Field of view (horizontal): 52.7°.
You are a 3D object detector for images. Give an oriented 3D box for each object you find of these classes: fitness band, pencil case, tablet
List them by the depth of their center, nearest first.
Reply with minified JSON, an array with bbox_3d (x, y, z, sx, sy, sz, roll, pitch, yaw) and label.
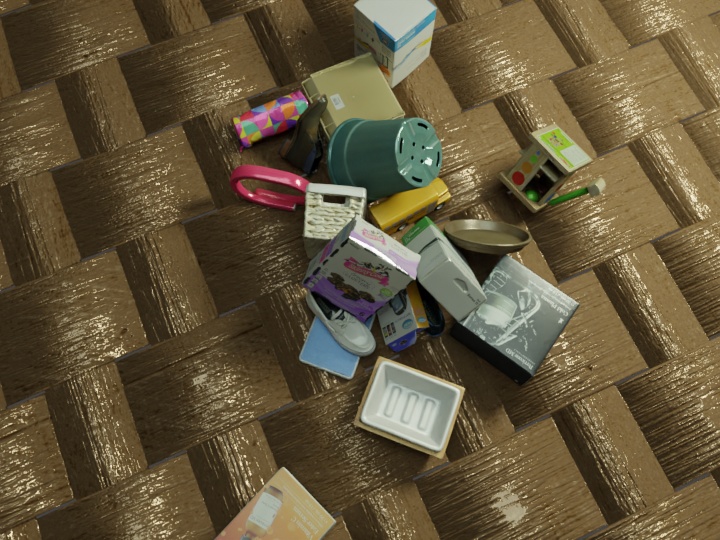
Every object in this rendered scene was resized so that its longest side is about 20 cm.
[{"bbox_3d":[-0.046,0.132,1.635,0.129,0.014,0.201,19,70,6],"label":"tablet"},{"bbox_3d":[-0.202,-0.189,1.678,0.198,0.144,0.038,11,71,3],"label":"fitness band"},{"bbox_3d":[-0.219,-0.368,1.777,0.199,0.088,0.089,-24,72,-7],"label":"pencil case"}]

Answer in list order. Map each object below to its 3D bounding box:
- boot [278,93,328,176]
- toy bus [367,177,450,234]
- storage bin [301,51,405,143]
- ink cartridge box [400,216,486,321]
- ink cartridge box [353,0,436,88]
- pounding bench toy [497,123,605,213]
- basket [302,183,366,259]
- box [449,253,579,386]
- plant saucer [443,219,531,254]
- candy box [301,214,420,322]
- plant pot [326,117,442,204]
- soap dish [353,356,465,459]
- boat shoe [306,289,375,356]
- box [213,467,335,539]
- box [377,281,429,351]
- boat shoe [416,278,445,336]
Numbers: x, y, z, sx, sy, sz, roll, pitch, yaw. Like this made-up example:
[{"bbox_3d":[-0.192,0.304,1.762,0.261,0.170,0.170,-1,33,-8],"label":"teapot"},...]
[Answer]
[{"bbox_3d":[-0.109,-0.318,1.723,0.097,0.200,0.075,43,38,4],"label":"boot"},{"bbox_3d":[0.117,-0.155,1.708,0.199,0.078,0.065,-29,73,-11],"label":"toy bus"},{"bbox_3d":[-0.018,-0.403,1.788,0.197,0.094,0.201,-23,73,-9],"label":"storage bin"},{"bbox_3d":[0.177,-0.005,1.566,0.083,0.200,0.147,-40,117,13],"label":"ink cartridge box"},{"bbox_3d":[0.081,-0.590,1.800,0.145,0.200,0.147,-42,76,-13],"label":"ink cartridge box"},{"bbox_3d":[0.447,-0.206,1.687,0.200,0.156,0.124,48,43,14],"label":"pounding bench toy"},{"bbox_3d":[-0.058,-0.100,1.625,0.134,0.200,0.124,5,76,1],"label":"basket"},{"bbox_3d":[0.335,0.108,1.597,0.199,0.124,0.197,35,75,11],"label":"box"},{"bbox_3d":[0.286,-0.077,1.647,0.198,0.200,0.030,5,109,0],"label":"plant saucer"},{"bbox_3d":[0.000,0.000,1.519,0.167,0.200,0.072,32,47,-15],"label":"candy box"},{"bbox_3d":[0.063,-0.251,1.614,0.199,0.195,0.202,0,90,-43],"label":"plant pot"},{"bbox_3d":[0.103,0.292,1.545,0.199,0.081,0.158,20,71,6],"label":"soap dish"},{"bbox_3d":[-0.047,0.109,1.601,0.200,0.065,0.074,39,73,13],"label":"boat shoe"},{"bbox_3d":[-0.168,0.521,1.442,0.152,0.106,0.200,41,74,12],"label":"box"},{"bbox_3d":[0.082,0.073,1.602,0.041,0.119,0.201,-5,71,-38],"label":"box"},{"bbox_3d":[0.139,0.049,1.640,0.084,0.069,0.201,-32,74,-12],"label":"boat shoe"}]
